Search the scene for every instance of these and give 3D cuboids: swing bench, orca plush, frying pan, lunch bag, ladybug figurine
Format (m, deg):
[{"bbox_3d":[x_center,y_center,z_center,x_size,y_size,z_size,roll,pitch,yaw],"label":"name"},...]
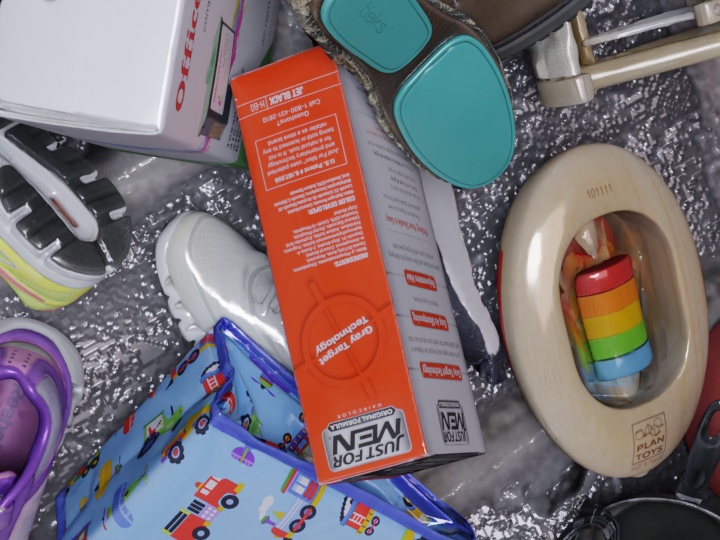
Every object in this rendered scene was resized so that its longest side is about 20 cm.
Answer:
[{"bbox_3d":[0.161,-0.215,0.897,0.197,0.130,0.202,-16,99,-10],"label":"swing bench"},{"bbox_3d":[0.022,-0.024,0.911,0.201,0.070,0.105,61,33,-16],"label":"orca plush"},{"bbox_3d":[0.174,0.144,0.929,0.113,0.031,0.192,-3,123,23],"label":"frying pan"},{"bbox_3d":[-0.046,0.151,0.850,0.199,0.094,0.151,37,112,-21],"label":"lunch bag"},{"bbox_3d":[0.135,0.025,0.924,0.134,0.072,0.203,-17,103,-25],"label":"ladybug figurine"}]

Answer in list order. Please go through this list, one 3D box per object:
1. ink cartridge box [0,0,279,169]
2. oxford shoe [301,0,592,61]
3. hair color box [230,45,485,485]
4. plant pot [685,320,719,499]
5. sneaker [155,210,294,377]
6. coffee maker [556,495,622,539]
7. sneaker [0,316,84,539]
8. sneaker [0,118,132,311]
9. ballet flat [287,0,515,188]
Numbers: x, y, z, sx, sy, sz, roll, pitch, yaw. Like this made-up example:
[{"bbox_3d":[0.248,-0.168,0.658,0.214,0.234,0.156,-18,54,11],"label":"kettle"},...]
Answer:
[{"bbox_3d":[-0.099,-0.132,0.776,0.083,0.200,0.147,9,91,8],"label":"ink cartridge box"},{"bbox_3d":[0.039,-0.151,0.807,0.084,0.198,0.073,47,48,-40],"label":"oxford shoe"},{"bbox_3d":[0.000,0.000,0.787,0.061,0.101,0.203,-17,78,18],"label":"hair color box"},{"bbox_3d":[0.291,0.090,0.924,0.198,0.177,0.204,-1,94,-20],"label":"plant pot"},{"bbox_3d":[-0.029,0.039,0.868,0.200,0.081,0.075,47,45,-17],"label":"sneaker"},{"bbox_3d":[0.160,0.275,0.912,0.199,0.135,0.193,36,96,-23],"label":"coffee maker"},{"bbox_3d":[-0.201,0.124,0.822,0.079,0.088,0.203,16,89,-9],"label":"sneaker"},{"bbox_3d":[-0.206,-0.057,0.822,0.078,0.090,0.201,-33,81,-37],"label":"sneaker"},{"bbox_3d":[0.016,-0.112,0.754,0.068,0.076,0.200,-41,145,6],"label":"ballet flat"}]
